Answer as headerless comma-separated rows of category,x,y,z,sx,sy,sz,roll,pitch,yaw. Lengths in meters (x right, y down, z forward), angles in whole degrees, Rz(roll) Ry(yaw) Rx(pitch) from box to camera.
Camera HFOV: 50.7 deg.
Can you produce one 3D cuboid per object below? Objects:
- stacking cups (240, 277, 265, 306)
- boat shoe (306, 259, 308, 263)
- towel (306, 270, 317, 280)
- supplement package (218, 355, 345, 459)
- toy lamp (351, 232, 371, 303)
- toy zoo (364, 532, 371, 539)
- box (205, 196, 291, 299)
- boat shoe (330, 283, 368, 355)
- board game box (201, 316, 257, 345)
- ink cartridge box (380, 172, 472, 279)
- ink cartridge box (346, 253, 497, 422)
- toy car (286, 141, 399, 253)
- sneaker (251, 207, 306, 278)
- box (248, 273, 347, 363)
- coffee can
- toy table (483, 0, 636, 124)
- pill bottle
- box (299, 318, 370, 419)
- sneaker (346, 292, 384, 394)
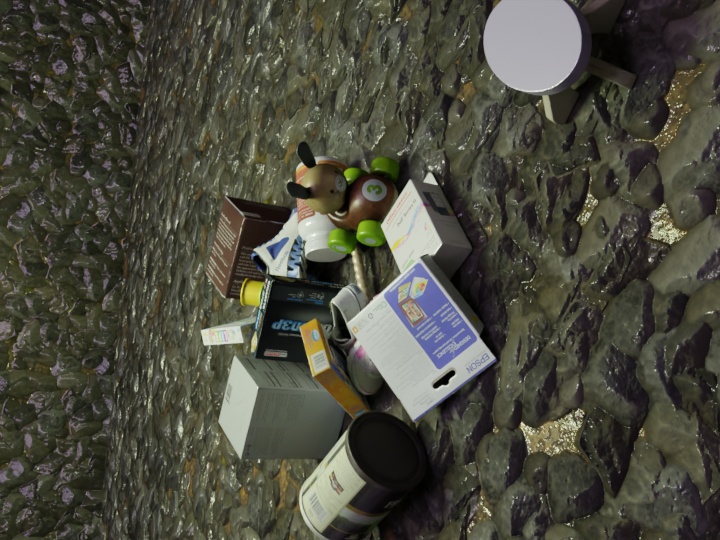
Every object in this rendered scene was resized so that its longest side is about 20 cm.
stacking cups,-0.142,0.059,1.565,0.061,0.200,0.061,9,-90,-82
boat shoe,-0.165,0.004,1.661,0.072,0.068,0.200,-33,32,51
towel,-0.162,0.088,1.666,0.200,0.024,0.147,-61,17,1
supplement package,-0.154,0.273,1.517,0.151,0.200,0.152,36,114,57
toy lamp,0.000,0.000,1.469,0.058,0.058,0.200,-41,51,48
toy zoo,-0.033,0.525,1.429,0.131,0.020,0.200,23,102,59
box,-0.245,-0.046,1.784,0.164,0.166,0.200,40,117,56
boat shoe,-0.024,0.112,1.392,0.074,0.065,0.200,33,144,41
board game box,-0.228,0.120,1.570,0.200,0.134,0.034,-11,92,56
ink cartridge box,0.102,-0.072,1.298,0.117,0.067,0.200,-58,38,35
ink cartridge box,0.099,0.110,1.224,0.198,0.047,0.200,-44,77,32
toy car,-0.046,-0.150,1.393,0.158,0.200,0.165,-13,58,46
sneaker,-0.171,-0.051,1.618,0.081,0.115,0.200,81,-170,-50
box,-0.103,0.099,1.475,0.046,0.200,0.159,34,112,60
coffee can,0.001,0.355,1.289,0.200,0.146,0.147,-56,39,37
toy table,0.269,-0.297,1.023,0.184,0.117,0.200,-60,37,32
pill bottle,-0.075,-0.124,1.569,0.112,0.112,0.200,-30,57,53
box,-0.040,0.189,1.402,0.041,0.200,0.119,-29,46,9
sneaker,0.039,0.142,1.341,0.088,0.081,0.200,44,127,47
